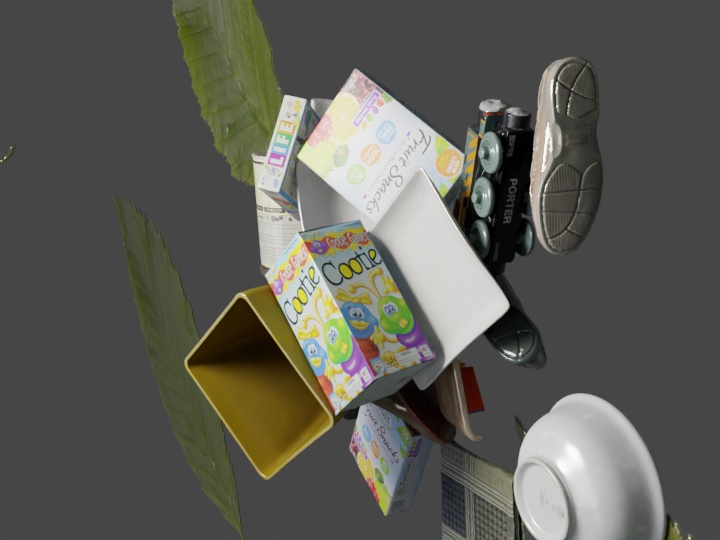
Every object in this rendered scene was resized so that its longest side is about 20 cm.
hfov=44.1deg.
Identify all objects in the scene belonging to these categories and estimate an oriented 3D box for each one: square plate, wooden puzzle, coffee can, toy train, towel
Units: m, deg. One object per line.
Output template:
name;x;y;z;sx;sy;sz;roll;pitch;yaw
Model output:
square plate;0.079;0.012;1.065;0.201;0.028;0.198;59;138;20
wooden puzzle;0.121;0.114;1.173;0.185;0.046;0.201;162;93;-86
coffee can;-0.102;-0.100;1.488;0.146;0.145;0.202;24;120;60
toy train;0.156;-0.099;1.034;0.114;0.085;0.201;-124;34;-58
towel;0.170;0.344;1.228;0.200;0.034;0.194;-162;68;-64

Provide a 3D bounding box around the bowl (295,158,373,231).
bowl;0.021;-0.086;1.218;0.075;0.198;0.201;36;-139;-70

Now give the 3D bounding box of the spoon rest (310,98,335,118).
spoon rest;0.005;-0.218;1.343;0.200;0.060;0.100;33;130;40

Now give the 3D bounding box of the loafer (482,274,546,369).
loafer;0.162;0.043;1.088;0.072;0.063;0.201;-38;52;12

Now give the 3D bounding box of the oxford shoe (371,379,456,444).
oxford shoe;0.056;0.178;1.288;0.200;0.070;0.075;48;133;7

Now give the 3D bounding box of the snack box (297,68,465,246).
snack box;0.034;-0.143;1.144;0.200;0.053;0.143;42;108;18

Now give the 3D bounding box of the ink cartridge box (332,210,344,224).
ink cartridge box;0.000;0.000;1.343;0.176;0.083;0.201;109;146;-69

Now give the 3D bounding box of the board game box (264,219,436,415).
board game box;-0.015;0.055;1.087;0.105;0.103;0.201;-48;64;45

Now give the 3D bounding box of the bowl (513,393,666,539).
bowl;0.233;0.245;0.983;0.201;0.090;0.203;36;131;56

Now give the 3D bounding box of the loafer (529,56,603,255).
loafer;0.212;-0.120;0.932;0.063;0.071;0.202;-135;45;-75

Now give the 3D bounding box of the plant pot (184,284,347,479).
plant pot;-0.083;0.124;1.202;0.200;0.176;0.200;53;135;9

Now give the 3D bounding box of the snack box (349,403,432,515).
snack box;0.047;0.266;1.402;0.142;0.053;0.201;56;145;40

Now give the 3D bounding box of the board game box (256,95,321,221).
board game box;-0.087;-0.155;1.299;0.200;0.034;0.135;42;-117;-74

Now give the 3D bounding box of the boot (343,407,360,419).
boot;-0.016;0.138;1.504;0.131;0.067;0.201;-141;55;-58
